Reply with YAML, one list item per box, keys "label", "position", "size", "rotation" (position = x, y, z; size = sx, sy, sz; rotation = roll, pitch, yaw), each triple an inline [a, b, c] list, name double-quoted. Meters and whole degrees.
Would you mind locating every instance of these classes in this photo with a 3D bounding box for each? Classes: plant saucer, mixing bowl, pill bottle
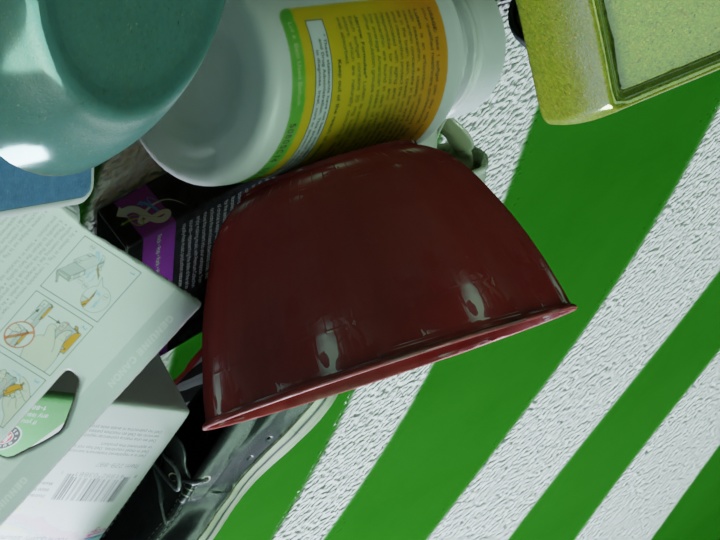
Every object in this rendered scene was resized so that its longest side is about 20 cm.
- label: "plant saucer"
  position: [-0.106, -0.138, 1.055]
  size: [0.200, 0.036, 0.202]
  rotation: [-23, 118, -56]
- label: "mixing bowl"
  position: [0.000, 0.000, 1.267]
  size: [0.199, 0.109, 0.200]
  rotation: [-18, 177, -1]
- label: "plant saucer"
  position: [0.184, -0.180, 1.408]
  size: [0.198, 0.048, 0.201]
  rotation: [-22, 132, -5]
- label: "pill bottle"
  position: [-0.017, -0.109, 1.286]
  size: [0.199, 0.111, 0.111]
  rotation: [-13, 144, -48]

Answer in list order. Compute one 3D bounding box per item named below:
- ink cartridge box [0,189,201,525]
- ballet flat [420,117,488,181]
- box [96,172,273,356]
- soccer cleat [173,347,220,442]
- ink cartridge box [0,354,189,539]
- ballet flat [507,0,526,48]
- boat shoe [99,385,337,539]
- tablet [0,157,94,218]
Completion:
- label: "ink cartridge box"
  position: [-0.205, 0.034, 1.232]
  size: [0.173, 0.044, 0.200]
  rotation: [34, 105, -35]
- label: "ballet flat"
  position: [0.026, -0.065, 1.423]
  size: [0.069, 0.070, 0.200]
  rotation: [-45, 161, 10]
- label: "box"
  position: [-0.064, -0.031, 1.451]
  size: [0.199, 0.036, 0.143]
  rotation: [-29, 155, -23]
- label: "soccer cleat"
  position: [-0.064, 0.061, 1.462]
  size: [0.200, 0.085, 0.068]
  rotation: [-49, 156, 23]
- label: "ink cartridge box"
  position: [-0.211, 0.112, 1.376]
  size: [0.145, 0.088, 0.201]
  rotation: [8, 127, -42]
- label: "ballet flat"
  position: [0.151, -0.201, 1.447]
  size: [0.073, 0.073, 0.200]
  rotation: [-4, 140, -55]
- label: "boat shoe"
  position: [-0.094, 0.106, 1.402]
  size: [0.062, 0.075, 0.200]
  rotation: [36, 104, -32]
- label: "tablet"
  position: [-0.191, -0.082, 1.112]
  size: [0.199, 0.014, 0.131]
  rotation: [-12, 110, -48]
